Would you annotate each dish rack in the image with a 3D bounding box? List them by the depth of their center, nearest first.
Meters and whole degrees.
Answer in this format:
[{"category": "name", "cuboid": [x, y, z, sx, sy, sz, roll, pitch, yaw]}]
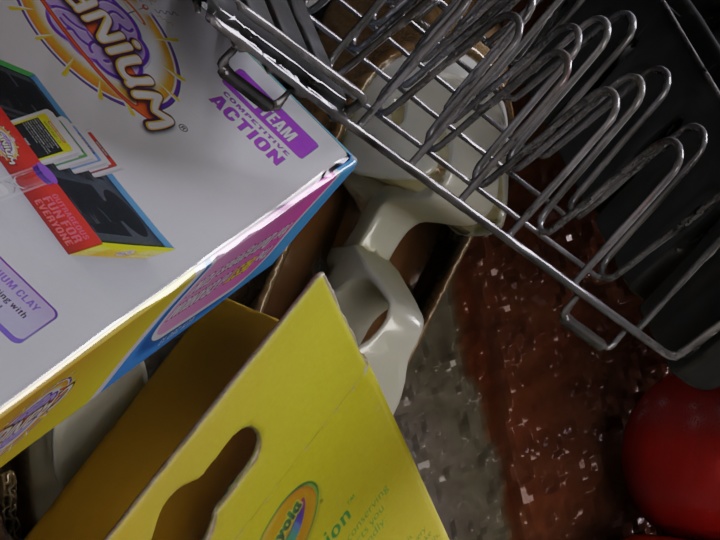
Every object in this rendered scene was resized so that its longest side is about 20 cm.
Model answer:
[{"category": "dish rack", "cuboid": [0.022, -0.062, 0.696, 0.055, 0.154, 0.200, -44, 126, 16]}]

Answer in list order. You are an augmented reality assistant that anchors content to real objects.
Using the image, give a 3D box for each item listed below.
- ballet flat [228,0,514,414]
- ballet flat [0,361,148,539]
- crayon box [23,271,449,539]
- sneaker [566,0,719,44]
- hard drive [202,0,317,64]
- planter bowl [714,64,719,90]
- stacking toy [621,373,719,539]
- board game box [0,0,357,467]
[{"category": "ballet flat", "cuboid": [0.000, 0.000, 0.789, 0.068, 0.072, 0.200, 31, 80, -26]}, {"category": "ballet flat", "cuboid": [-0.073, -0.012, 0.708, 0.068, 0.067, 0.201, -8, 99, -29]}, {"category": "crayon box", "cuboid": [-0.031, 0.097, 0.702, 0.127, 0.051, 0.200, -52, 144, -24]}, {"category": "sneaker", "cuboid": [0.099, -0.112, 0.843, 0.200, 0.060, 0.104, 38, 78, -32]}, {"category": "hard drive", "cuboid": [-0.105, -0.067, 0.744, 0.200, 0.038, 0.140, -48, 115, -18]}, {"category": "planter bowl", "cuboid": [0.168, 0.007, 0.828, 0.200, 0.083, 0.201, 6, 71, -18]}, {"category": "stacking toy", "cuboid": [0.096, 0.128, 0.856, 0.085, 0.085, 0.201, 12, 85, -29]}, {"category": "board game box", "cuboid": [-0.108, -0.029, 0.588, 0.153, 0.040, 0.200, 45, 36, 5]}]
